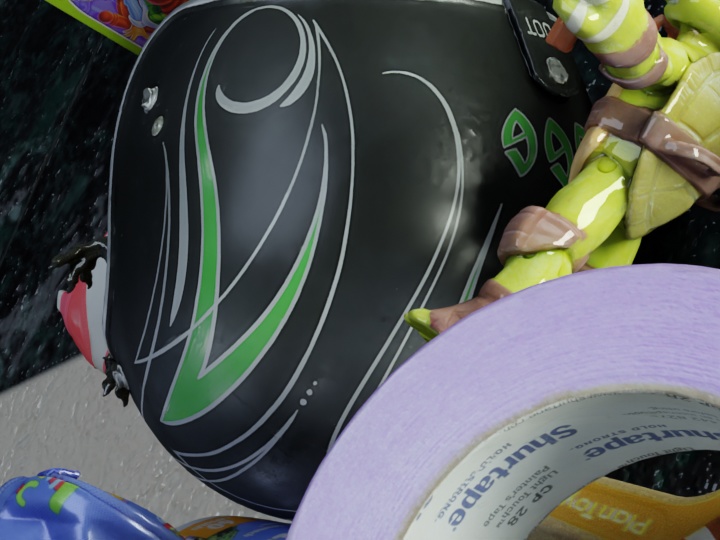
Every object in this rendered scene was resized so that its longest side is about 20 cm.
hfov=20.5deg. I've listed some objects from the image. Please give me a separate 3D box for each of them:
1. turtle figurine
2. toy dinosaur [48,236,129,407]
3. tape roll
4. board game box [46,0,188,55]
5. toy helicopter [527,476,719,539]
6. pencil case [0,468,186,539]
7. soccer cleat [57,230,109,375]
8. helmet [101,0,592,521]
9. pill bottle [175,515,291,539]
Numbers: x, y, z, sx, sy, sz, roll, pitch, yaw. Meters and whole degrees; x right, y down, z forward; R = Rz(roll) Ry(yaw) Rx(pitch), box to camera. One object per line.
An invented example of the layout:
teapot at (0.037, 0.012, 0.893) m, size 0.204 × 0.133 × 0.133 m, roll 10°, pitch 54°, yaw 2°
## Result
turtle figurine at (0.086, -0.031, 0.628) m, size 0.064 × 0.200 × 0.162 m, roll 30°, pitch 87°, yaw 17°
toy dinosaur at (-0.093, 0.013, 0.936) m, size 0.088 × 0.047 × 0.201 m, roll -20°, pitch 78°, yaw 25°
tape roll at (0.075, 0.103, 0.511) m, size 0.199 × 0.066 × 0.201 m, roll -10°, pitch 68°, yaw 26°
board game box at (-0.071, -0.192, 1.022) m, size 0.200 × 0.134 × 0.045 m, roll -37°, pitch 40°, yaw 32°
toy helicopter at (0.097, 0.095, 0.591) m, size 0.200 × 0.079 × 0.132 m, roll 14°, pitch 55°, yaw 45°
pencil case at (-0.134, 0.156, 0.664) m, size 0.200 × 0.087 × 0.078 m, roll -53°, pitch 12°, yaw -21°
soccer cleat at (-0.085, -0.034, 0.983) m, size 0.076 × 0.067 × 0.200 m, roll 41°, pitch 112°, yaw 35°
helmet at (0.000, 0.000, 0.751) m, size 0.200 × 0.199 × 0.192 m, roll -4°, pitch 82°, yaw 51°
pill bottle at (0.000, 0.150, 0.708) m, size 0.200 × 0.112 × 0.112 m, roll -2°, pitch 65°, yaw 52°
